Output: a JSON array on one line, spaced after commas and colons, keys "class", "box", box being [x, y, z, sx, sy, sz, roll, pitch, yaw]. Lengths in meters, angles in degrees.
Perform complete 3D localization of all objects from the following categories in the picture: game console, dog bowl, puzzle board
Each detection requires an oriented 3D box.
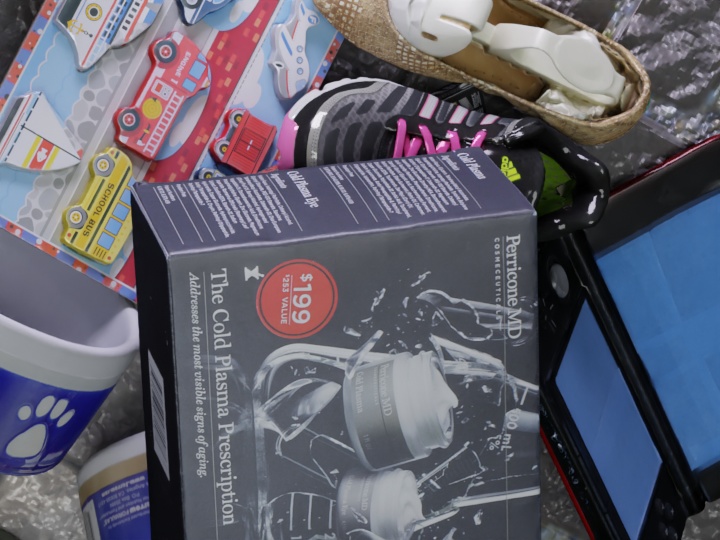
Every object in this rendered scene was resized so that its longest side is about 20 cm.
[{"class": "game console", "box": [0.177, 0.058, 1.598, 0.118, 0.173, 0.201, -16, 114, 25]}, {"class": "dog bowl", "box": [-0.212, 0.012, 1.463, 0.199, 0.200, 0.079, 30, 104, -19]}, {"class": "puzzle board", "box": [-0.103, -0.090, 1.503, 0.150, 0.017, 0.201, 30, 79, -19]}]

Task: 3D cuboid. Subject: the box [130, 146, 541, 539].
[{"class": "box", "box": [-0.011, 0.056, 1.432, 0.181, 0.104, 0.201, -8, 112, -13]}]

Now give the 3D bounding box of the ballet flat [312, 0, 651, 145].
[{"class": "ballet flat", "box": [0.069, -0.126, 1.531, 0.199, 0.065, 0.071, 20, 78, -19]}]

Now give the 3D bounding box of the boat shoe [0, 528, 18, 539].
[{"class": "boat shoe", "box": [-0.181, 0.203, 1.608, 0.200, 0.070, 0.072, 37, 97, -22]}]

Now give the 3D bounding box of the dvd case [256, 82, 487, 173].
[{"class": "dvd case", "box": [0.000, 0.000, 1.540, 0.199, 0.022, 0.147, -27, 113, -32]}]

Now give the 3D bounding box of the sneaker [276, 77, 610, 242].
[{"class": "sneaker", "box": [0.050, -0.054, 1.501, 0.199, 0.087, 0.074, 10, 91, -38]}]

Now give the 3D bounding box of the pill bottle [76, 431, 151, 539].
[{"class": "pill bottle", "box": [-0.075, 0.189, 1.546, 0.119, 0.120, 0.201, -12, 73, -5]}]
